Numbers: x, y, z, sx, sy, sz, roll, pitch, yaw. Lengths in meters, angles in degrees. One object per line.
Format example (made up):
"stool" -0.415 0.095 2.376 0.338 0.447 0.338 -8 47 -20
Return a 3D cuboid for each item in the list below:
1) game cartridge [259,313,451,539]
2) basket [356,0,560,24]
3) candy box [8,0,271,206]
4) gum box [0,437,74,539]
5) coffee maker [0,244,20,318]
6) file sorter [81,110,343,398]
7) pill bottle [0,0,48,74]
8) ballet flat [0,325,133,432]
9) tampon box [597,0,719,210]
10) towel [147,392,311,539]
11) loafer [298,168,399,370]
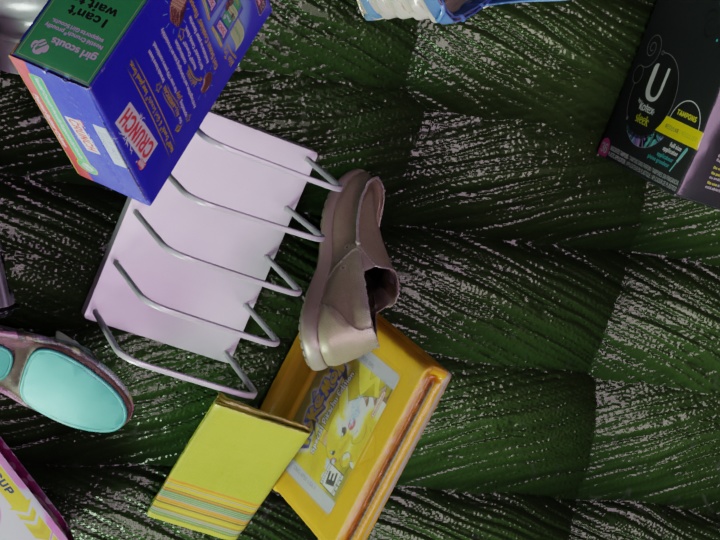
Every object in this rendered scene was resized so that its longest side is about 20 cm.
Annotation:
"game cartridge" -0.019 0.121 1.522 0.032 0.200 0.177 22 98 -34
"basket" 0.072 -0.285 1.420 0.139 0.200 0.177 -44 122 -37
"candy box" -0.158 -0.178 1.360 0.200 0.077 0.169 -61 159 -21
"gum box" -0.337 0.188 1.502 0.113 0.066 0.200 -35 116 -6
"coffee maker" -0.362 -0.055 1.371 0.192 0.135 0.201 -1 94 7
"file sorter" -0.117 -0.016 1.484 0.139 0.125 0.200 19 100 -25
"pill bottle" -0.242 -0.253 1.365 0.110 0.111 0.200 -7 110 -18
"ballet flat" -0.279 0.072 1.480 0.200 0.071 0.069 19 112 -14
"tampon box" 0.325 -0.161 1.584 0.126 0.150 0.200 15 102 -24
"towel" -0.113 0.169 1.531 0.086 0.018 0.200 18 141 -13
"loafer" 0.000 0.000 1.507 0.068 0.200 0.076 2 143 13
